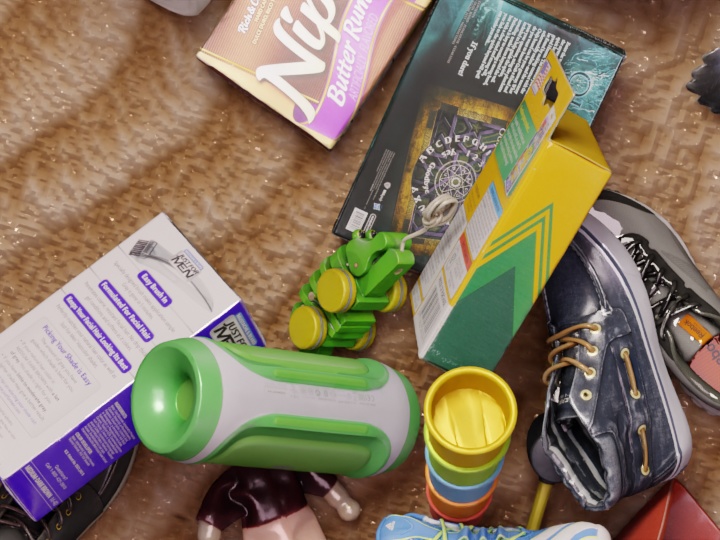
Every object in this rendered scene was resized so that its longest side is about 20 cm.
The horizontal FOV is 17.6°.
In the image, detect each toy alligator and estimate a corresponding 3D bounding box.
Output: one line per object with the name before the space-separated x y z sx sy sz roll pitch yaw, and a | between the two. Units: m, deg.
toy alligator | 0.000 0.000 1.601 0.200 0.059 0.054 -52 54 33

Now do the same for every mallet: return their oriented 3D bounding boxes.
mallet | 0.115 0.197 1.619 0.041 0.066 0.201 15 92 0

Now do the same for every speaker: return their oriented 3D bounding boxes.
speaker | -0.054 0.093 1.560 0.088 0.199 0.089 -10 76 45

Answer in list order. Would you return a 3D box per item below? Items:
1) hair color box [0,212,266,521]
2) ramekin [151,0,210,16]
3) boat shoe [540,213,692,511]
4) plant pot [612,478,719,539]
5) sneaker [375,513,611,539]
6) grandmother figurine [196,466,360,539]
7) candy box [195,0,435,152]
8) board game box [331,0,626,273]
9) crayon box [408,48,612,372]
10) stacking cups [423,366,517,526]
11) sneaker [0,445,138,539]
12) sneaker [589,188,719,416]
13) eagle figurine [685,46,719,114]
hair color box | -0.177 0.064 1.585 0.200 0.065 0.109 -38 51 -8
ramekin | -0.154 -0.271 1.558 0.202 0.202 0.094 42 82 1
boat shoe | 0.152 0.059 1.562 0.071 0.091 0.201 -24 90 47
plant pot | 0.201 0.289 1.566 0.176 0.200 0.200 -39 90 15
sneaker | 0.069 0.202 1.566 0.200 0.076 0.105 -33 112 31
grandmother figurine | -0.062 0.173 1.632 0.121 0.061 0.201 -16 87 -29
candy box | -0.012 -0.197 1.618 0.116 0.056 0.200 35 91 0
board game box | 0.081 -0.088 1.606 0.135 0.028 0.201 24 106 -3
crayon box | 0.104 -0.035 1.536 0.051 0.126 0.201 26 106 -10
stacking cups | 0.064 0.127 1.554 0.060 0.200 0.061 1 66 -3
sneaker | -0.217 0.162 1.610 0.075 0.106 0.201 30 92 1
sneaker | 0.212 0.019 1.605 0.074 0.079 0.200 -43 88 4
eagle figurine | 0.328 -0.194 1.588 0.199 0.151 0.152 -3 47 31
